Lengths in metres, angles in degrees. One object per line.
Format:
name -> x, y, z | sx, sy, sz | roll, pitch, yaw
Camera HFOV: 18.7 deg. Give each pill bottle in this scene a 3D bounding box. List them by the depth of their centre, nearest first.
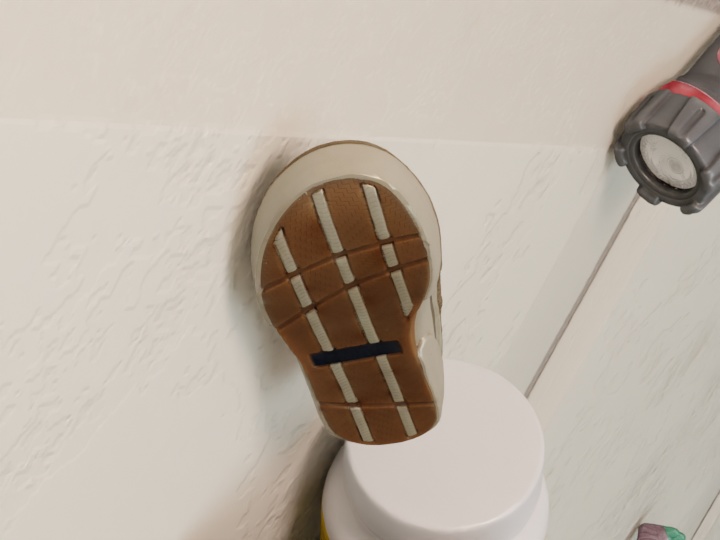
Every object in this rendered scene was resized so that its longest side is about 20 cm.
pill bottle -> 0.035, 0.138, 1.103 | 0.114, 0.114, 0.200 | -47, 159, -29

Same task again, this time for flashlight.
flashlight -> 0.223, -0.117, 1.247 | 0.200, 0.068, 0.068 | -46, 163, -29

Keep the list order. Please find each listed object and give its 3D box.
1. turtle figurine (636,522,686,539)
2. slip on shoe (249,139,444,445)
turtle figurine -> 0.238, 0.333, 1.965 | 0.201, 0.100, 0.150 | -65, -178, -30
slip on shoe -> 0.000, 0.000, 0.885 | 0.200, 0.075, 0.061 | 71, 13, -57
